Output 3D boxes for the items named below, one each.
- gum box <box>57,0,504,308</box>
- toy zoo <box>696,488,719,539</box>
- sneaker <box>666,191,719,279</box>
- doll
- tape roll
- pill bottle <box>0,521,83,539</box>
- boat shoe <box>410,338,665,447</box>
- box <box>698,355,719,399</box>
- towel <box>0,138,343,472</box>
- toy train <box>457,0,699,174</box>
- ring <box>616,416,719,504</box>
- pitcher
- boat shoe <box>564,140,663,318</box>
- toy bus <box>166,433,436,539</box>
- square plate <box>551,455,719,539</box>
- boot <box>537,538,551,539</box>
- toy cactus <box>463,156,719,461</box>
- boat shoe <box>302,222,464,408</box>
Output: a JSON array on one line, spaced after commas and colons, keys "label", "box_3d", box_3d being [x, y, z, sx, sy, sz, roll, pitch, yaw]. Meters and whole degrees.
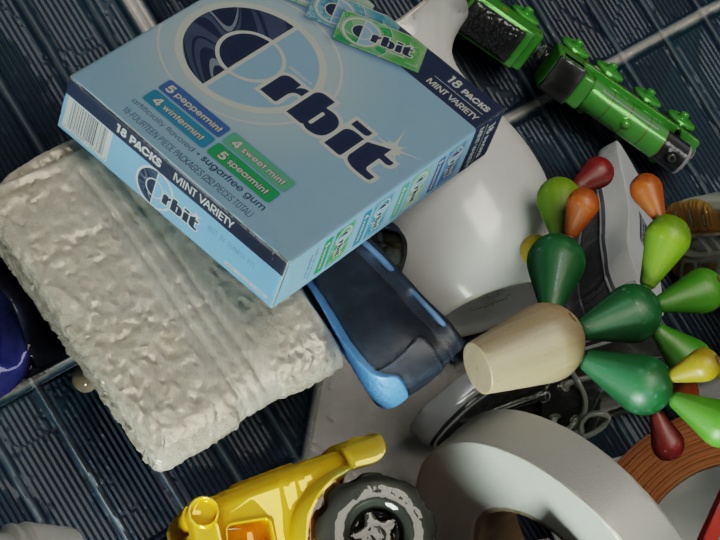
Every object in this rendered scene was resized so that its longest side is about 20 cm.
[{"label": "gum box", "box_3d": [-0.043, -0.088, 1.452, 0.170, 0.045, 0.200, 40, 49, 16]}, {"label": "toy zoo", "box_3d": [0.265, 0.191, 1.541, 0.131, 0.020, 0.200, 23, 96, 1]}, {"label": "sneaker", "box_3d": [0.278, -0.027, 1.617, 0.088, 0.200, 0.076, -14, 103, -25]}, {"label": "doll", "box_3d": [-0.203, 0.021, 1.450, 0.200, 0.048, 0.137, -30, 80, -32]}, {"label": "tape roll", "box_3d": [0.116, 0.172, 1.463, 0.037, 0.203, 0.203, -39, 91, -30]}, {"label": "pill bottle", "box_3d": [-0.250, 0.172, 1.332, 0.200, 0.114, 0.115, 7, 68, -24]}, {"label": "boat shoe", "box_3d": [0.123, 0.082, 1.574, 0.199, 0.074, 0.068, -16, 64, -39]}, {"label": "box", "box_3d": [0.321, 0.065, 1.641, 0.124, 0.097, 0.200, 52, 48, -4]}, {"label": "towel", "box_3d": [-0.117, 0.007, 1.434, 0.132, 0.034, 0.200, -30, 76, -21]}, {"label": "toy train", "box_3d": [0.142, -0.126, 1.668, 0.200, 0.042, 0.056, 33, 18, -12]}, {"label": "ring", "box_3d": [0.230, 0.179, 1.522, 0.200, 0.019, 0.201, 0, 95, 3]}, {"label": "pitcher", "box_3d": [0.023, -0.056, 1.563, 0.171, 0.121, 0.200, -19, 72, -7]}, {"label": "boat shoe", "box_3d": [0.151, -0.017, 1.605, 0.072, 0.068, 0.200, 59, 18, -25]}, {"label": "toy bus", "box_3d": [-0.047, 0.210, 1.419, 0.192, 0.136, 0.200, -14, 80, -16]}, {"label": "square plate", "box_3d": [0.218, 0.206, 1.601, 0.198, 0.028, 0.200, -12, 77, -29]}, {"label": "boot", "box_3d": [0.107, 0.256, 1.444, 0.072, 0.166, 0.200, -27, 86, -30]}, {"label": "toy cactus", "box_3d": [0.132, 0.032, 1.445, 0.165, 0.102, 0.200, -18, 70, -24]}, {"label": "boat shoe", "box_3d": [0.000, 0.000, 1.475, 0.069, 0.084, 0.200, -29, 55, -4]}]
